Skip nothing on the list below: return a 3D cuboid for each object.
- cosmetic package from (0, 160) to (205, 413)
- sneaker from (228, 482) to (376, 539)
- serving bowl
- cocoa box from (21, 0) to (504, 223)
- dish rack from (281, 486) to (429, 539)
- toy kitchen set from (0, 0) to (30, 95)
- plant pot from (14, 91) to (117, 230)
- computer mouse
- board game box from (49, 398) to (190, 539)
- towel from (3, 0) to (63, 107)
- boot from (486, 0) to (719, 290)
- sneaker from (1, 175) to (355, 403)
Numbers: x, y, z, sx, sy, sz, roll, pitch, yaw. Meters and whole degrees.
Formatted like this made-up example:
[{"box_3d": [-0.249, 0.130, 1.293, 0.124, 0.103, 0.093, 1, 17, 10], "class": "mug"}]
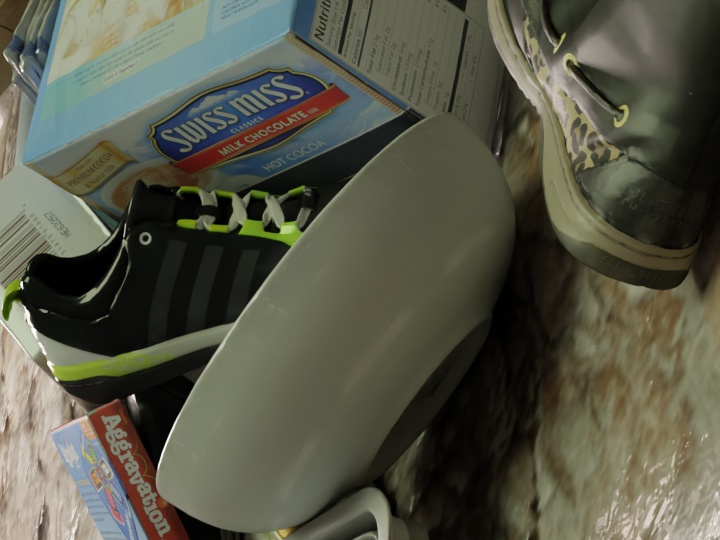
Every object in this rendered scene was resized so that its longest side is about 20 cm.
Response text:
[{"box_3d": [-0.122, 0.036, 1.398, 0.074, 0.200, 0.102, -42, 56, -1], "class": "cosmetic package"}, {"box_3d": [-0.037, 0.101, 1.277, 0.200, 0.075, 0.088, -92, 22, -57], "class": "sneaker"}, {"box_3d": [0.003, 0.034, 1.124, 0.200, 0.066, 0.200, -50, -10, -13], "class": "serving bowl"}, {"box_3d": [-0.043, -0.104, 1.293, 0.199, 0.131, 0.134, -21, 49, 43], "class": "cocoa box"}, {"box_3d": [-0.016, 0.201, 1.096, 0.172, 0.043, 0.201, 140, 140, -57], "class": "dish rack"}, {"box_3d": [-0.217, -0.163, 1.458, 0.200, 0.180, 0.164, -47, 47, 22], "class": "toy kitchen set"}, {"box_3d": [-0.115, -0.113, 1.596, 0.200, 0.199, 0.197, 131, 150, -58], "class": "plant pot"}, {"box_3d": [-0.078, 0.124, 1.357, 0.140, 0.046, 0.201, -143, 37, -74], "class": "computer mouse"}, {"box_3d": [-0.108, 0.114, 1.284, 0.103, 0.019, 0.200, 62, 168, -1], "class": "board game box"}, {"box_3d": [-0.108, -0.130, 1.420, 0.024, 0.147, 0.201, -10, 43, 33], "class": "towel"}, {"box_3d": [0.108, -0.110, 0.965, 0.201, 0.073, 0.151, -94, 24, -47], "class": "boot"}, {"box_3d": [-0.073, -0.007, 1.238, 0.199, 0.083, 0.072, -26, 24, 13], "class": "sneaker"}]
